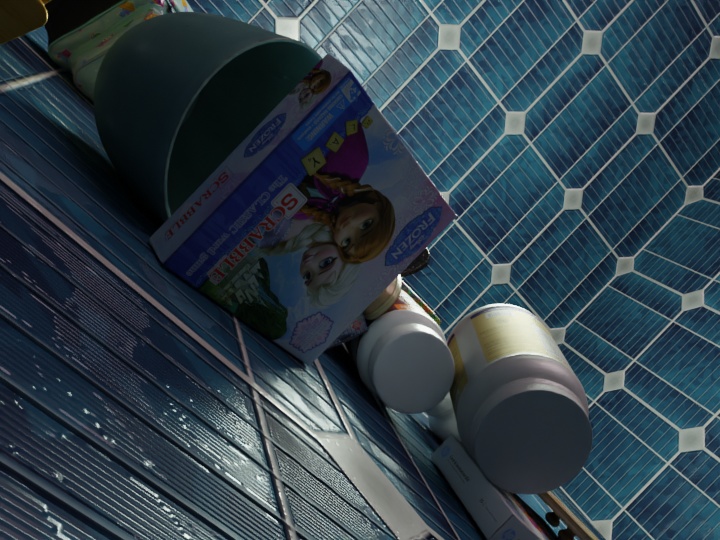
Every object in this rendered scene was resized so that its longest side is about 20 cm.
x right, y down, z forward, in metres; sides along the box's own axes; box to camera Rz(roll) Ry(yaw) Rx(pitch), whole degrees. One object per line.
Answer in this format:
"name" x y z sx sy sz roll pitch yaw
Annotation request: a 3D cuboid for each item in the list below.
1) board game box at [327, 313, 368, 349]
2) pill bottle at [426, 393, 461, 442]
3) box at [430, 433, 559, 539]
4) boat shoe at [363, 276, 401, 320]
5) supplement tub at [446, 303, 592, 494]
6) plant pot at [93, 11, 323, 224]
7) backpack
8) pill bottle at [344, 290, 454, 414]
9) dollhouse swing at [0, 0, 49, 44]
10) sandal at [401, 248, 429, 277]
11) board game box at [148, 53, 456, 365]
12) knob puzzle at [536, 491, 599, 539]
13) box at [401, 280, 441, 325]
"board game box" -0.074 -0.043 0.831 0.200 0.061 0.202 -132 -156 -57
"pill bottle" 0.167 0.218 1.015 0.200 0.112 0.112 43 2 -24
"box" 0.177 0.288 0.781 0.200 0.041 0.156 44 1 -23
"boat shoe" -0.004 -0.012 0.874 0.065 0.071 0.201 46 11 -30
"supplement tub" 0.174 0.140 0.798 0.145 0.145 0.200 44 14 -15
"plant pot" -0.145 -0.138 0.640 0.160 0.202 0.201 33 -4 28
"backpack" -0.281 -0.279 0.905 0.155 0.174 0.200 63 7 21
"pill bottle" 0.043 0.093 0.866 0.114 0.114 0.200 44 1 -15
"dollhouse swing" -0.323 -0.313 0.596 0.200 0.176 0.182 48 3 42
"sandal" -0.001 -0.001 0.975 0.048 0.197 0.076 73 6 -48
"board game box" -0.036 -0.037 0.590 0.199 0.200 0.041 42 4 -47
"knob puzzle" 0.238 0.298 0.850 0.219 0.030 0.220 44 -1 1
"box" 0.007 0.043 1.106 0.193 0.122 0.200 44 2 -7
